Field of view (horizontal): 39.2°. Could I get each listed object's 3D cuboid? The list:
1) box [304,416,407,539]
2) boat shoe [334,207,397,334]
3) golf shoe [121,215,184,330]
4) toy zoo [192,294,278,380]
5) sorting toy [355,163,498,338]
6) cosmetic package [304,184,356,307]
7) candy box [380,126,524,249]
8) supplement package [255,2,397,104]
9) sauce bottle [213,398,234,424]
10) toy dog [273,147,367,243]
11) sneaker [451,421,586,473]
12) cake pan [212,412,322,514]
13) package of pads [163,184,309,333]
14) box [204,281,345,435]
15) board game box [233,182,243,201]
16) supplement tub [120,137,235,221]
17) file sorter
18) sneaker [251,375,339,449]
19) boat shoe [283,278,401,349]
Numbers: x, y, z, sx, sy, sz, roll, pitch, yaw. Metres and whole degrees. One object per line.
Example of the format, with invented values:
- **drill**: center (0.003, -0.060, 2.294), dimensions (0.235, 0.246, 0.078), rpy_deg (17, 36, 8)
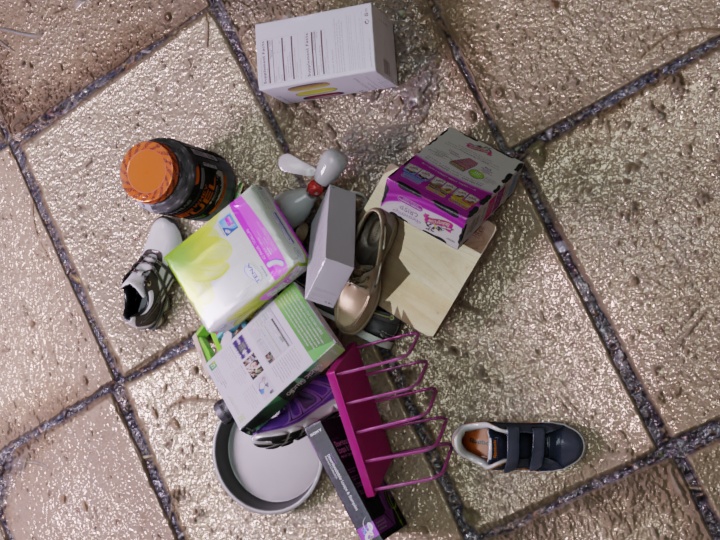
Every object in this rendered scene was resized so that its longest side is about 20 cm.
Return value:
- **box**: center (-0.005, 0.319, 1.556), dimensions (0.036, 0.143, 0.200), rpy_deg (-33, 78, 13)
- **boat shoe**: center (0.000, 0.000, 1.535), dimensions (0.072, 0.065, 0.201), rpy_deg (21, 95, 19)
- **golf shoe**: center (-0.355, 0.003, 1.719), dimensions (0.077, 0.094, 0.201), rpy_deg (9, 89, 21)
- **toy zoo**: center (-0.197, 0.071, 1.656), dimensions (0.200, 0.020, 0.131), rpy_deg (-51, 33, 9)
- **sorting toy**: center (0.087, -0.030, 1.577), dimensions (0.200, 0.070, 0.199), rpy_deg (33, 99, 17)
- **cosmetic package**: center (-0.042, -0.039, 1.522), dimensions (0.050, 0.200, 0.083), rpy_deg (18, 125, -12)
- **candy box**: center (0.138, -0.126, 1.497), dimensions (0.136, 0.200, 0.061), rpy_deg (30, 132, 18)
- **supplement package**: center (-0.054, -0.343, 1.617), dimensions (0.199, 0.114, 0.110), rpy_deg (-6, 85, 20)
- **sauce bottle**: center (-0.146, 0.170, 1.596), dimensions (0.200, 0.065, 0.065), rpy_deg (-37, 77, 9)
- **toy dog**: center (-0.096, -0.127, 1.636), dimensions (0.200, 0.132, 0.096), rpy_deg (-29, 40, 12)
- **sneaker**: center (0.234, 0.264, 1.510), dimensions (0.199, 0.079, 0.079), rpy_deg (-2, 86, 18)
- **cake pan**: center (-0.148, 0.298, 1.662), dimensions (0.200, 0.037, 0.201), rpy_deg (-1, 87, 20)
- **package of pads**: center (-0.189, -0.012, 1.576), dimensions (0.200, 0.068, 0.155), rpy_deg (-36, 76, 18)
- **box**: center (-0.134, 0.134, 1.547), dimensions (0.200, 0.036, 0.144), rpy_deg (-43, 52, 8)
- **board game box**: center (-0.215, -0.046, 1.672), dimensions (0.030, 0.096, 0.201), rpy_deg (12, 94, -11)
- **supplement tub**: center (-0.297, -0.148, 1.648), dimensions (0.122, 0.200, 0.123), rpy_deg (-1, 88, 20)
- **file sorter**: center (0.052, 0.209, 1.517), dimensions (0.125, 0.139, 0.201), rpy_deg (-15, 100, 16)
- **sneaker**: center (-0.092, 0.213, 1.593), dimensions (0.200, 0.081, 0.084), rpy_deg (-28, 74, -27)
- **boat shoe**: center (-0.028, 0.055, 1.616), dimensions (0.201, 0.072, 0.061), rpy_deg (27, 94, 11)
